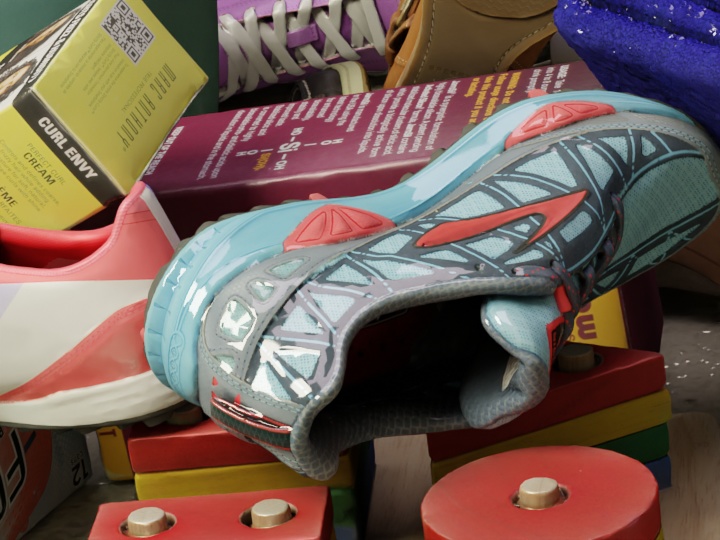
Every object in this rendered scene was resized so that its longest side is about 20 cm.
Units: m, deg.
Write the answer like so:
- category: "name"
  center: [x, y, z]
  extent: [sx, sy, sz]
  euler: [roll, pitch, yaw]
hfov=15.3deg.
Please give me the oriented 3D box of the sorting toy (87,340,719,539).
- category: "sorting toy"
  center: [0.014, 0.078, 0.827]
  extent: [0.199, 0.070, 0.200]
  euler: [-5, 21, 7]

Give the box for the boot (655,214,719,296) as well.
- category: "boot"
  center: [0.117, -0.027, 1.080]
  extent: [0.200, 0.070, 0.146]
  euler: [1, 6, -16]

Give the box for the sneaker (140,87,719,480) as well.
- category: "sneaker"
  center: [0.040, 0.013, 0.816]
  extent: [0.200, 0.079, 0.096]
  euler: [-23, 41, -23]

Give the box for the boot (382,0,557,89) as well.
- category: "boot"
  center: [0.053, -0.129, 1.185]
  extent: [0.074, 0.200, 0.155]
  euler: [24, 18, -9]

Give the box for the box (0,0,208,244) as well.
- category: "box"
  center: [-0.146, -0.024, 0.919]
  extent: [0.200, 0.050, 0.075]
  euler: [-27, 22, 38]

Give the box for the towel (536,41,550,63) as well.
- category: "towel"
  center: [0.154, -0.151, 1.303]
  extent: [0.200, 0.035, 0.193]
  euler: [-15, -18, -20]

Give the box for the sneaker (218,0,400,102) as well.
- category: "sneaker"
  center: [-0.039, -0.113, 1.356]
  extent: [0.200, 0.073, 0.114]
  euler: [-8, 22, 30]

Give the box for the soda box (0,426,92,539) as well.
- category: "soda box"
  center: [-0.170, 0.081, 0.891]
  extent: [0.068, 0.064, 0.200]
  euler: [3, 24, 26]

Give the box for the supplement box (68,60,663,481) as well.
- category: "supplement box"
  center: [0.000, 0.000, 0.960]
  extent: [0.200, 0.110, 0.086]
  euler: [-7, 21, 13]

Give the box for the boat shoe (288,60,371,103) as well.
- category: "boat shoe"
  center: [-0.023, -0.039, 1.140]
  extent: [0.065, 0.073, 0.200]
  euler: [-4, 21, -4]

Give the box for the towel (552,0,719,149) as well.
- category: "towel"
  center: [0.165, -0.029, 0.895]
  extent: [0.050, 0.200, 0.148]
  euler: [-52, 34, -8]

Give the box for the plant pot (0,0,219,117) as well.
- category: "plant pot"
  center: [-0.150, -0.071, 1.141]
  extent: [0.200, 0.161, 0.201]
  euler: [-7, 21, 3]

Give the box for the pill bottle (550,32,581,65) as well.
- category: "pill bottle"
  center: [0.188, -0.099, 1.166]
  extent: [0.200, 0.112, 0.112]
  euler: [7, 25, 32]

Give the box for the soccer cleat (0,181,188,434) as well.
- category: "soccer cleat"
  center: [-0.147, 0.016, 0.857]
  extent: [0.200, 0.073, 0.068]
  euler: [-6, 22, 13]
